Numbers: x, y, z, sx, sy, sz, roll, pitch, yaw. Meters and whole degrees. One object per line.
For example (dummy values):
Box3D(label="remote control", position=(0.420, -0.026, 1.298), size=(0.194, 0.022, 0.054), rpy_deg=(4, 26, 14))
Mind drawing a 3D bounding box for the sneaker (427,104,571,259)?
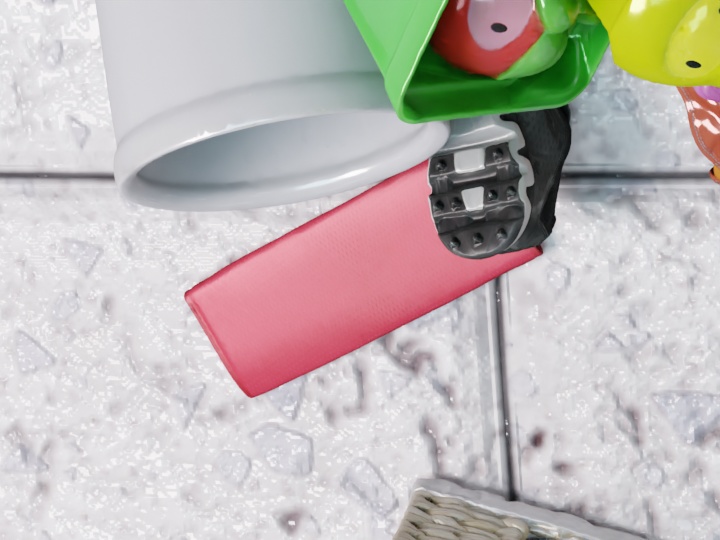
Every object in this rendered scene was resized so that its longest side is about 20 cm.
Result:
Box3D(label="sneaker", position=(0.071, -0.100, 1.478), size=(0.066, 0.090, 0.202), rpy_deg=(-9, 79, 27))

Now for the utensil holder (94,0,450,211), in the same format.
Box3D(label="utensil holder", position=(-0.055, -0.148, 1.417), size=(0.169, 0.170, 0.201), rpy_deg=(-16, 76, 21))

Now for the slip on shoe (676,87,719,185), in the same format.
Box3D(label="slip on shoe", position=(0.214, -0.055, 1.451), size=(0.061, 0.074, 0.201), rpy_deg=(-22, 101, 45))

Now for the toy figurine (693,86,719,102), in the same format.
Box3D(label="toy figurine", position=(0.233, -0.113, 1.369), size=(0.183, 0.150, 0.201), rpy_deg=(19, 115, 6))

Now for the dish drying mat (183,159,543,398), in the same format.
Box3D(label="dish drying mat", position=(0.000, 0.000, 1.559), size=(0.199, 0.018, 0.077), rpy_deg=(-28, 97, 23))

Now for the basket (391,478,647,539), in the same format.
Box3D(label="basket", position=(0.084, 0.252, 1.537), size=(0.197, 0.161, 0.201), rpy_deg=(17, 113, 11))

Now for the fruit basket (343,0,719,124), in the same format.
Box3D(label="fruit basket", position=(0.110, -0.146, 1.279), size=(0.215, 0.155, 0.217), rpy_deg=(9, 103, 44))
